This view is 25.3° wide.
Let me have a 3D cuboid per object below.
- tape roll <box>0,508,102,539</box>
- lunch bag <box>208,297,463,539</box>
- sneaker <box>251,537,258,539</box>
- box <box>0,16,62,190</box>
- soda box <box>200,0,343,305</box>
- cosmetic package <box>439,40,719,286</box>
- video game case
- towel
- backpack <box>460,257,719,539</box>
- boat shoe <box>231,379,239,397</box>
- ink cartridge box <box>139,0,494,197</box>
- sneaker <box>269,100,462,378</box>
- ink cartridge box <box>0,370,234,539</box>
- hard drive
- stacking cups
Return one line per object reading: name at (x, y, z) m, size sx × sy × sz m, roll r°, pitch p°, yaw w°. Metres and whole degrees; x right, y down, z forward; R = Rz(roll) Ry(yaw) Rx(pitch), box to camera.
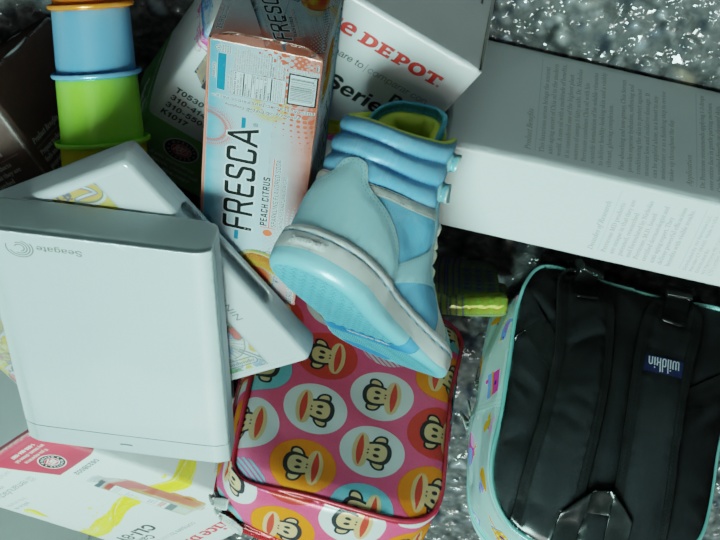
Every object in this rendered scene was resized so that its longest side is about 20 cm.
tape roll at (-0.283, 0.238, 1.358) m, size 0.202 × 0.140 × 0.203 m, roll 6°, pitch 138°, yaw 5°
lunch bag at (-0.024, 0.100, 1.115) m, size 0.175 × 0.201 × 0.082 m, roll 16°, pitch 136°, yaw -2°
sneaker at (-0.061, 0.172, 1.302) m, size 0.085 × 0.078 × 0.201 m, roll 20°, pitch 128°, yaw -1°
box at (-0.185, -0.048, 1.025) m, size 0.075 × 0.100 × 0.200 m, roll -21°, pitch 113°, yaw 29°
soda box at (-0.053, -0.072, 0.906) m, size 0.063 × 0.069 × 0.200 m, roll 12°, pitch 138°, yaw 2°
cosmetic package at (0.145, -0.066, 0.977) m, size 0.199 × 0.102 × 0.071 m, roll 13°, pitch 138°, yaw -2°
video game case at (-0.158, 0.016, 0.960) m, size 0.199 × 0.023 × 0.182 m, roll -17°, pitch 132°, yaw 30°
towel at (0.000, 0.000, 1.066) m, size 0.199 × 0.144 × 0.023 m, roll 9°, pitch 99°, yaw 4°
backpack at (0.157, 0.116, 1.098) m, size 0.175 × 0.201 × 0.153 m, roll 16°, pitch 153°, yaw -9°
boat shoe at (-0.124, 0.032, 1.153) m, size 0.071 × 0.068 × 0.200 m, roll 9°, pitch 140°, yaw 20°
ink cartridge box at (-0.034, -0.121, 0.965) m, size 0.144 × 0.084 × 0.200 m, roll 28°, pitch 135°, yaw -18°
sneaker at (0.027, -0.020, 0.924) m, size 0.079 × 0.131 × 0.200 m, roll 19°, pitch 167°, yaw 22°
ink cartridge box at (-0.175, 0.132, 1.159) m, size 0.199 × 0.084 × 0.145 m, roll 24°, pitch 144°, yaw -30°
hard drive at (-0.144, 0.041, 0.948) m, size 0.131 × 0.027 × 0.200 m, roll 7°, pitch 139°, yaw 5°
stacking cups at (-0.153, -0.133, 0.927) m, size 0.060 × 0.061 × 0.201 m, roll 0°, pitch 105°, yaw 10°
